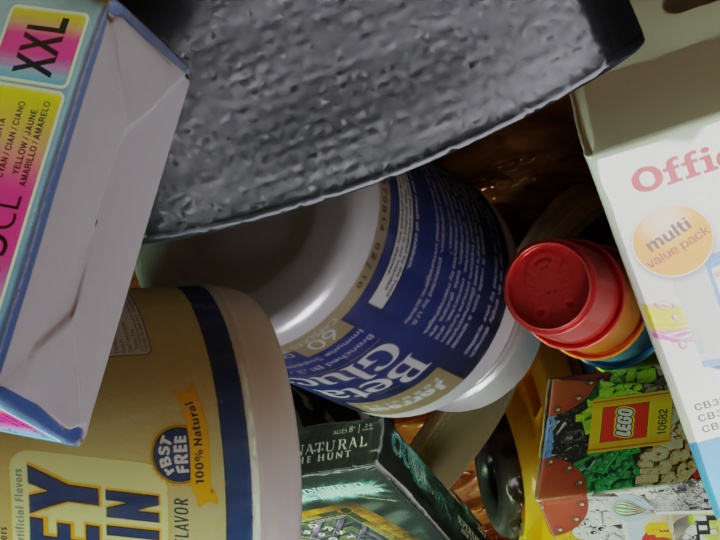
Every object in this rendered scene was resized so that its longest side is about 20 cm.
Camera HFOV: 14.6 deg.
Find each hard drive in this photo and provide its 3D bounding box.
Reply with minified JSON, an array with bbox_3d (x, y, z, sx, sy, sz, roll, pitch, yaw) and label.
[{"bbox_3d":[-0.014,-0.088,0.971,0.199,0.042,0.135,-20,117,12],"label":"hard drive"}]

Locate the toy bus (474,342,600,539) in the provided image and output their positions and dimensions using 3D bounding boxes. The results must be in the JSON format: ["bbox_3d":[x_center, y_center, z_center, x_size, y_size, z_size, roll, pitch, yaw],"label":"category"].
[{"bbox_3d":[0.145,0.096,1.394,0.135,0.201,0.192,-9,149,-11],"label":"toy bus"}]

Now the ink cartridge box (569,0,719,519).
[{"bbox_3d":[0.162,-0.030,1.109,0.128,0.125,0.200,-19,118,9],"label":"ink cartridge box"}]

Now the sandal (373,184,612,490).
[{"bbox_3d":[0.041,0.032,1.339,0.078,0.070,0.212,-16,142,-57],"label":"sandal"}]

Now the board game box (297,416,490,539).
[{"bbox_3d":[-0.053,0.120,1.302,0.199,0.028,0.135,-9,146,23],"label":"board game box"}]

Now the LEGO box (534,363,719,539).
[{"bbox_3d":[0.178,0.131,1.253,0.148,0.077,0.200,-9,131,19],"label":"LEGO box"}]

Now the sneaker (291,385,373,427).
[{"bbox_3d":[-0.058,0.063,1.368,0.070,0.109,0.200,-23,126,26],"label":"sneaker"}]

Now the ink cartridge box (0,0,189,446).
[{"bbox_3d":[-0.173,-0.029,0.927,0.199,0.137,0.076,9,164,23],"label":"ink cartridge box"}]

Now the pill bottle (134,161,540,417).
[{"bbox_3d":[0.000,0.000,1.181,0.111,0.111,0.200,-24,156,22],"label":"pill bottle"}]

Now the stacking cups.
[{"bbox_3d":[0.105,0.012,1.233,0.060,0.061,0.200,-20,166,15],"label":"stacking cups"}]

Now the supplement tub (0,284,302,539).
[{"bbox_3d":[-0.132,0.080,1.021,0.199,0.145,0.144,-3,155,-15],"label":"supplement tub"}]
